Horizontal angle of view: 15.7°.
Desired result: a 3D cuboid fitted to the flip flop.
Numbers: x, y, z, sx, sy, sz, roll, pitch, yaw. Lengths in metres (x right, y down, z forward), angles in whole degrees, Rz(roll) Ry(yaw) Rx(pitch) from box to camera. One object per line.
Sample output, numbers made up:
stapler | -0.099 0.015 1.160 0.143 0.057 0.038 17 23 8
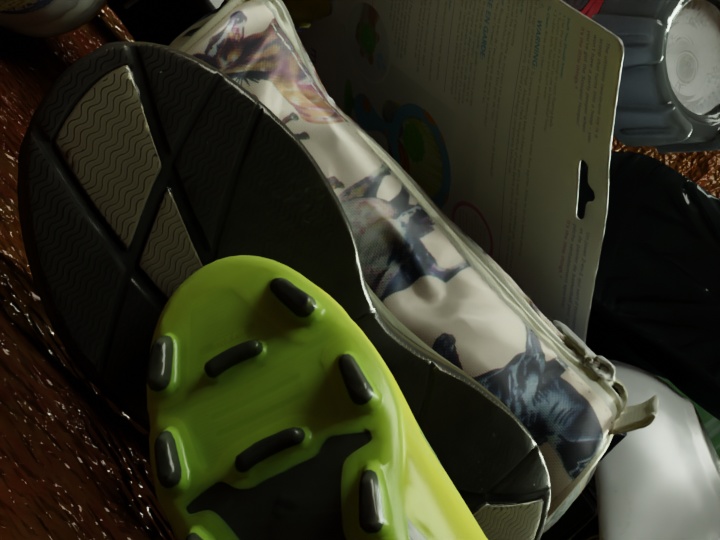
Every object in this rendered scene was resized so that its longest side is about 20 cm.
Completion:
flip flop | -0.023 0.020 0.696 0.200 0.081 0.058 45 -9 -33

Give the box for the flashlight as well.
flashlight | 0.055 -0.077 0.951 0.068 0.068 0.200 3 0 -40

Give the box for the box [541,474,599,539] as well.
box | 0.043 0.038 1.007 0.200 0.049 0.161 54 11 22

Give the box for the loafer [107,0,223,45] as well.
loafer | -0.077 -0.140 1.036 0.073 0.071 0.200 -16 -66 50

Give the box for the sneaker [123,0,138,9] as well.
sneaker | -0.075 -0.142 0.914 0.200 0.075 0.081 25 -51 50

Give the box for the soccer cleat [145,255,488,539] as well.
soccer cleat | 0.012 0.085 0.618 0.200 0.065 0.084 56 3 22

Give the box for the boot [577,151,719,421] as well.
boot | 0.138 0.023 0.984 0.200 0.076 0.168 35 -2 -5

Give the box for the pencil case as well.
pencil case | 0.000 0.000 0.824 0.200 0.089 0.078 49 9 0

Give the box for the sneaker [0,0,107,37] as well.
sneaker | -0.148 -0.164 0.830 0.200 0.075 0.088 50 9 7

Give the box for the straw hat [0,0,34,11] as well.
straw hat | -0.115 -0.117 0.737 0.201 0.201 0.085 -121 -151 -47

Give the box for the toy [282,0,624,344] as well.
toy | 0.033 -0.072 0.889 0.200 0.047 0.115 38 -44 41

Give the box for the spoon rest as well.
spoon rest | 0.104 0.106 0.871 0.200 0.061 0.099 -105 169 -54

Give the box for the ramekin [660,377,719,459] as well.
ramekin | 0.182 0.106 1.112 0.200 0.098 0.200 55 -7 10
